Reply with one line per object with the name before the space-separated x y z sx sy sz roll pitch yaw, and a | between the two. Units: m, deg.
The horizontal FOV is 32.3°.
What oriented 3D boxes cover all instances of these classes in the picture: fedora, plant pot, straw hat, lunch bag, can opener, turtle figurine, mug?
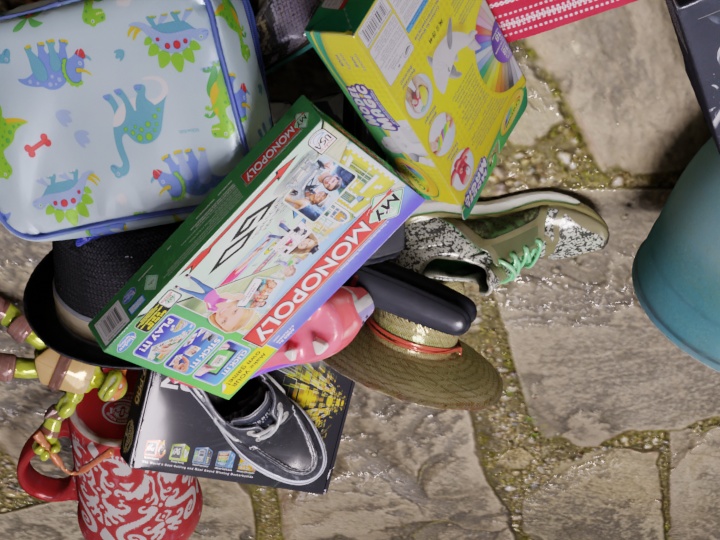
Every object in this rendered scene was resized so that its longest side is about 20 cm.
fedora | -0.158 -0.015 0.921 0.199 0.201 0.092 -6 129 0
plant pot | 0.335 -0.044 0.967 0.198 0.201 0.189 2 131 -11
straw hat | 0.050 0.038 1.087 0.200 0.201 0.086 12 108 -22
lunch bag | -0.160 -0.105 0.821 0.198 0.082 0.162 -10 104 18
can opener | 0.000 0.000 0.994 0.199 0.063 0.079 29 120 13
turtle figurine | -0.269 0.074 1.114 0.160 0.064 0.201 25 106 -14
mug | -0.247 0.193 1.240 0.176 0.134 0.201 -19 144 -20

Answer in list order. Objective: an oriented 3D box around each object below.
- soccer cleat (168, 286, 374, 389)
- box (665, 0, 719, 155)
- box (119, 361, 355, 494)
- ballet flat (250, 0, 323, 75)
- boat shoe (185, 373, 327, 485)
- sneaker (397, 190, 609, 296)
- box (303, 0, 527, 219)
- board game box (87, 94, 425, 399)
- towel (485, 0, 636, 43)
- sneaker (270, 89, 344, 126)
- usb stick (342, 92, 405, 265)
soccer cleat | -0.080 0.051 0.988 0.199 0.067 0.076 -14 -175 36
box | 0.304 -0.188 0.814 0.199 0.105 0.182 -21 145 15
box | -0.107 0.114 1.151 0.199 0.163 0.049 14 -178 -24
ballet flat | -0.097 -0.149 0.872 0.072 0.072 0.200 27 133 -37
boat shoe | -0.095 0.121 1.093 0.072 0.068 0.200 -42 111 -11
sneaker | 0.116 -0.012 1.054 0.198 0.089 0.077 -1 144 -7
box | 0.049 -0.135 0.841 0.048 0.118 0.200 13 153 39
board game box | -0.064 -0.007 0.813 0.200 0.029 0.134 -46 144 10
towel | 0.127 -0.236 0.808 0.143 0.023 0.200 -16 144 11
sneaker | -0.035 -0.087 0.952 0.198 0.080 0.129 -17 -178 -33
usb stick | 0.012 -0.103 0.868 0.055 0.033 0.202 -11 111 -37
